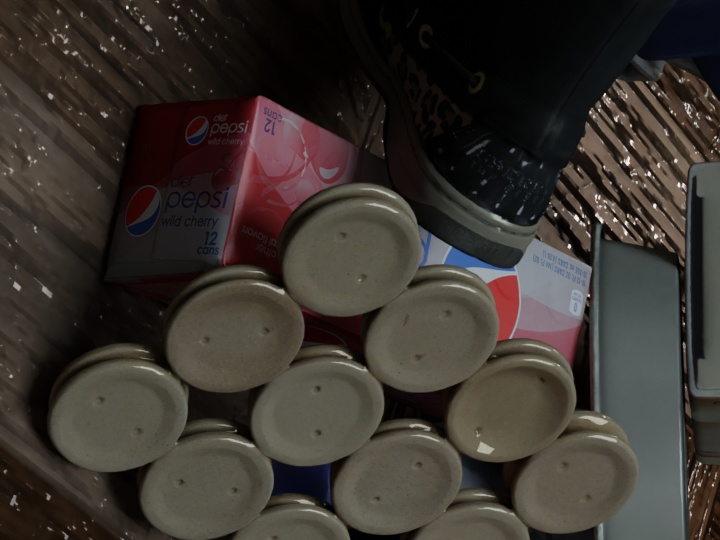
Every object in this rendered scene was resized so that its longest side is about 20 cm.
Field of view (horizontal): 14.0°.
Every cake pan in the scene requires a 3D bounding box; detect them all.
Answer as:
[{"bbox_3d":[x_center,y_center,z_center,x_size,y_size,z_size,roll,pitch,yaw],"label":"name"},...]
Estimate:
[{"bbox_3d":[0.117,0.080,1.220,0.200,0.036,0.202,-2,90,-83],"label":"cake pan"}]

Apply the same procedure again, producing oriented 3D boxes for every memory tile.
[{"bbox_3d":[-0.002,0.060,1.054,0.200,0.153,0.017,45,17,-38],"label":"memory tile"}]

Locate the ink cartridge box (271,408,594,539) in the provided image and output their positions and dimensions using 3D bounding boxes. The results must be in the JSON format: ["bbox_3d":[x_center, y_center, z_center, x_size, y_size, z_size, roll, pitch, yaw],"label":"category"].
[{"bbox_3d":[0.034,0.162,1.187,0.199,0.040,0.201,-8,98,-53],"label":"ink cartridge box"}]

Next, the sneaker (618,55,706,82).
[{"bbox_3d":[0.139,-0.142,1.294,0.199,0.075,0.116,-9,99,-48],"label":"sneaker"}]

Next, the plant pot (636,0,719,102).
[{"bbox_3d":[0.226,-0.152,1.195,0.179,0.199,0.201,21,76,-36],"label":"plant pot"}]

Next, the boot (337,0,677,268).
[{"bbox_3d":[0.064,-0.114,1.067,0.073,0.154,0.204,23,30,-23],"label":"boot"}]

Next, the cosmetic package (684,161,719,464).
[{"bbox_3d":[0.184,0.022,1.273,0.200,0.087,0.104,59,31,-75],"label":"cosmetic package"}]

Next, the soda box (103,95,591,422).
[{"bbox_3d":[0.000,0.000,1.097,0.199,0.063,0.071,25,72,-45],"label":"soda box"}]
